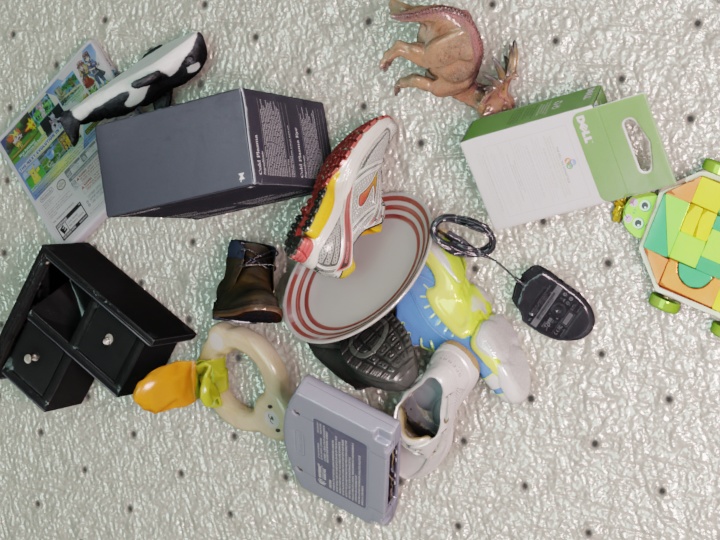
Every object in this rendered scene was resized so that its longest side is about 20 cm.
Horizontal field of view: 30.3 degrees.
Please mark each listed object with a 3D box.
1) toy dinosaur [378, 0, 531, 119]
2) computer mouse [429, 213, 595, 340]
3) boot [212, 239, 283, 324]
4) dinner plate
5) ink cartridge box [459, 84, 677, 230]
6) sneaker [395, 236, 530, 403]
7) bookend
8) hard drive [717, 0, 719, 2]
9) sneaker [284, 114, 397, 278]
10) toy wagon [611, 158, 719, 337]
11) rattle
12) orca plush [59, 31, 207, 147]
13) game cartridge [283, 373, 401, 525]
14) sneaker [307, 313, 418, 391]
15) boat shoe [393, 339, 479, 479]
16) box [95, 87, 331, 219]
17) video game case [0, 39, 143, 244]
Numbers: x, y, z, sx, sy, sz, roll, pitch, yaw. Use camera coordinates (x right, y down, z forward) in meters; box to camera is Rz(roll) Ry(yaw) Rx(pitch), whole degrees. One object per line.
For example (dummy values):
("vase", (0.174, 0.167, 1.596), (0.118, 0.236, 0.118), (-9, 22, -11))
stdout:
("toy dinosaur", (0.099, -0.224, 1.363), (0.134, 0.200, 0.087), (5, 64, 25))
("computer mouse", (0.158, 0.005, 1.378), (0.199, 0.034, 0.059), (37, 105, 0))
("boot", (-0.127, 0.008, 1.481), (0.074, 0.200, 0.099), (6, 86, -17))
("dinner plate", (0.000, 0.000, 1.433), (0.198, 0.024, 0.202), (-26, 39, 23))
("ink cartridge box", (0.211, -0.119, 1.338), (0.198, 0.059, 0.105), (-14, 113, 28))
("sneaker", (0.100, 0.069, 1.419), (0.105, 0.075, 0.202), (-38, 68, 26))
("bookend", (-0.336, 0.104, 1.627), (0.198, 0.092, 0.201), (37, 109, 20))
("hard drive", (0.377, -0.322, 1.284), (0.199, 0.026, 0.133), (37, 108, 21))
("sneaker", (-0.008, -0.080, 1.440), (0.078, 0.082, 0.202), (-19, 41, 62))
("toy wagon", (0.335, -0.029, 1.309), (0.198, 0.039, 0.157), (25, 103, 24))
("rattle", (-0.130, 0.153, 1.498), (0.200, 0.142, 0.131), (40, 109, 21))
("orca plush", (-0.258, -0.203, 1.581), (0.199, 0.105, 0.071), (-37, 114, -6))
("game cartridge", (-0.021, 0.193, 1.432), (0.132, 0.041, 0.201), (22, 145, 15))
("sneaker", (0.006, 0.091, 1.434), (0.199, 0.076, 0.091), (29, 152, 55))
("boat shoe", (0.062, 0.159, 1.404), (0.070, 0.069, 0.202), (35, 135, 19))
("box", (-0.158, -0.125, 1.477), (0.198, 0.182, 0.106), (-10, 88, 26))
("video game case", (-0.351, -0.153, 1.665), (0.200, 0.022, 0.183), (-40, 75, 23))
